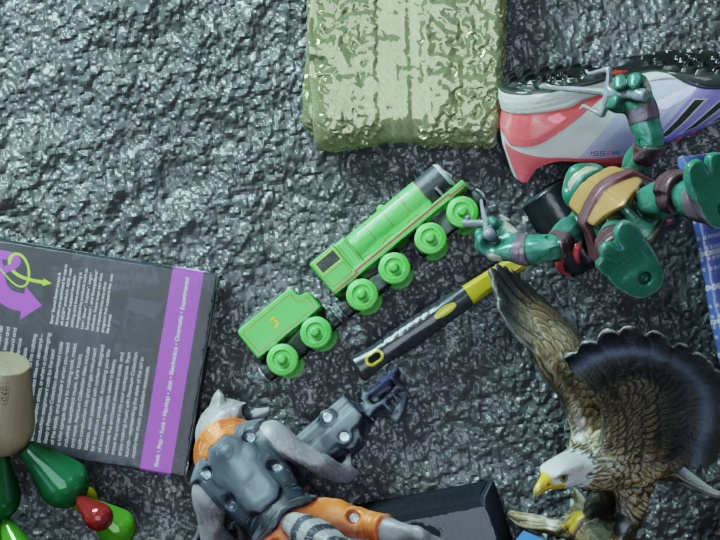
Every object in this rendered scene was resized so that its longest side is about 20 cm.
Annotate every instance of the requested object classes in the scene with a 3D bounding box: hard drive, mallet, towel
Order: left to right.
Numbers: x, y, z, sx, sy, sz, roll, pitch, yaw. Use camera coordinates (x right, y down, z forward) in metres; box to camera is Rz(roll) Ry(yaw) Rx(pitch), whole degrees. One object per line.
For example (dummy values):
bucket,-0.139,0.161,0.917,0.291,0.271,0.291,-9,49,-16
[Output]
towel,0.032,-0.183,1.048,0.148,0.036,0.200,-1,89,-1
hard drive,0.053,0.256,1.043,0.135,0.042,0.200,-10,90,0
mallet,0.076,0.004,1.041,0.200,0.041,0.066,-27,88,-3
towel,0.248,0.021,1.003,0.024,0.145,0.200,-11,90,26

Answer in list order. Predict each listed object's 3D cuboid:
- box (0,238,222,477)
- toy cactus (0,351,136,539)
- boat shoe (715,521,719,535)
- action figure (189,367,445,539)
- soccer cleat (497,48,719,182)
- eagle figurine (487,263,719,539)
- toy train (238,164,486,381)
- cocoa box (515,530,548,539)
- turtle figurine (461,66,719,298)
box,-0.206,0.056,1.046,0.200,0.036,0.143,10,91,-2
toy cactus,-0.248,0.135,0.995,0.200,0.102,0.165,14,115,7
boat shoe,0.265,0.179,0.994,0.065,0.200,0.072,-15,119,32
action figure,-0.034,0.139,1.000,0.193,0.105,0.200,37,80,32
soccer cleat,0.194,-0.108,1.039,0.200,0.068,0.073,-7,112,-7
eagle figurine,0.158,0.098,0.971,0.152,0.151,0.200,2,109,13
toy train,0.000,0.000,1.047,0.200,0.042,0.056,-40,80,0
cocoa box,0.155,0.289,0.967,0.200,0.131,0.133,46,78,-17
turtle figurine,0.154,-0.049,0.946,0.101,0.200,0.150,31,94,-22
